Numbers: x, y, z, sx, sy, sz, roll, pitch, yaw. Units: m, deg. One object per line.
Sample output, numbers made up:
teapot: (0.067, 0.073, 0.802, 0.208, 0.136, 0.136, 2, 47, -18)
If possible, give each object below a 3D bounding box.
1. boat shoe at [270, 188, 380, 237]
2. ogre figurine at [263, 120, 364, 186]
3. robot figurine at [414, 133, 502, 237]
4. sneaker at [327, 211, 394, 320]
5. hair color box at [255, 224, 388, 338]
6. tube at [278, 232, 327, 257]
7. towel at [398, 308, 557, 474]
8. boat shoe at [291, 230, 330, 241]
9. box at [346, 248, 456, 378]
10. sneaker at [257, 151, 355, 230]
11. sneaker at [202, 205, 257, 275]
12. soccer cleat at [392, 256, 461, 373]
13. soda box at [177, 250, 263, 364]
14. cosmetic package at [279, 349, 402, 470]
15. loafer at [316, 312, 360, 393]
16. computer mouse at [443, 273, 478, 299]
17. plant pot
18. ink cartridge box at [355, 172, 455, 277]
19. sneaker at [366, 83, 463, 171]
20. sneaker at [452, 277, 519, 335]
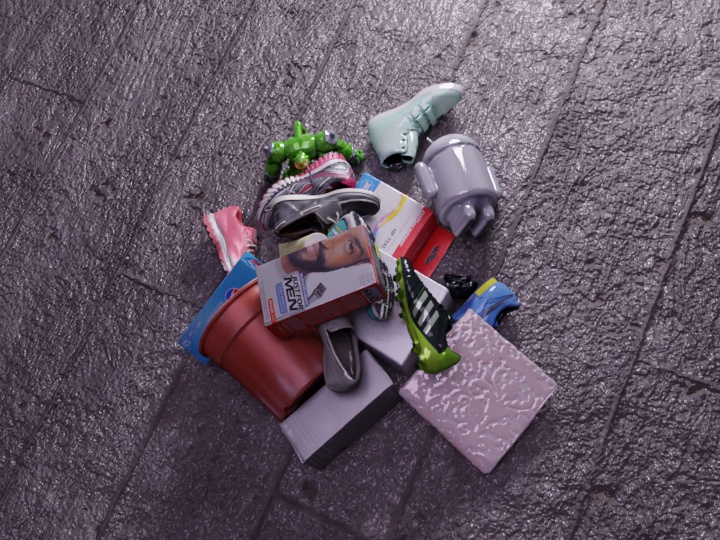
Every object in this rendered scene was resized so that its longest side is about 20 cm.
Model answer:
boat shoe: (-0.059, -0.096, 1.566, 0.195, 0.072, 0.069, -7, 53, -3)
ogre figurine: (-0.104, -0.216, 1.685, 0.196, 0.120, 0.100, 9, 71, 19)
robot figurine: (0.175, -0.159, 1.587, 0.166, 0.113, 0.203, 3, 57, -29)
sneaker: (0.000, 0.000, 1.499, 0.079, 0.077, 0.203, -33, 59, 22)
hair color box: (-0.065, 0.019, 1.428, 0.196, 0.064, 0.113, -21, 60, 12)
tube: (-0.110, -0.026, 1.588, 0.052, 0.199, 0.059, 39, 68, -14)
towel: (0.193, 0.197, 1.469, 0.199, 0.032, 0.192, 41, 89, 7)
boat shoe: (-0.088, -0.059, 1.652, 0.071, 0.068, 0.202, -33, 65, 1)
box: (0.043, 0.065, 1.550, 0.198, 0.106, 0.154, 31, 81, 23)
sneaker: (-0.101, -0.136, 1.621, 0.198, 0.081, 0.075, -34, 58, 1)
sneaker: (-0.228, -0.041, 1.682, 0.086, 0.074, 0.202, -28, 67, -1)
soccer cleat: (0.106, 0.069, 1.446, 0.079, 0.068, 0.204, -12, 69, -10)
soda box: (-0.243, 0.068, 1.608, 0.067, 0.064, 0.201, 37, 104, -7)
cosmetic package: (-0.029, 0.238, 1.509, 0.199, 0.107, 0.091, -39, 65, 1)
loafer: (-0.035, 0.096, 1.456, 0.069, 0.069, 0.204, -32, 65, 51)
computer mouse: (0.165, 0.028, 1.484, 0.057, 0.200, 0.035, 8, 86, 9)
plant pot: (-0.143, 0.143, 1.536, 0.201, 0.201, 0.195, -45, 73, -4)
ink cartridge box: (0.061, -0.076, 1.618, 0.198, 0.067, 0.117, 31, 80, 23)
sneaker: (0.114, -0.263, 1.666, 0.197, 0.074, 0.120, -25, 59, 16)
sneaker: (0.189, 0.105, 1.519, 0.200, 0.066, 0.078, -44, 70, -4)
